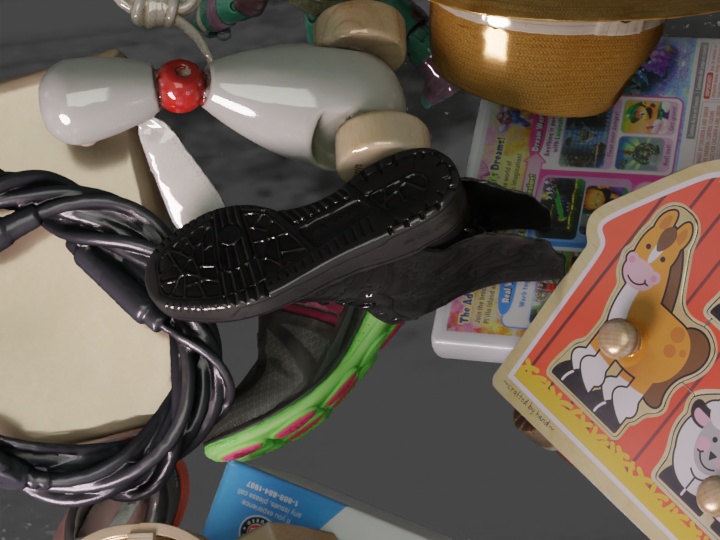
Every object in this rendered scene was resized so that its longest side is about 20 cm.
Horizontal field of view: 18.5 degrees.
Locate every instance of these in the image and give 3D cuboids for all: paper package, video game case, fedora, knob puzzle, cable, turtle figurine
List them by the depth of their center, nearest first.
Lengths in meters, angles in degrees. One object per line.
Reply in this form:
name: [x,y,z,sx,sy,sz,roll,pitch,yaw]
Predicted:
knob puzzle: [0.175,0.033,1.056,0.218,0.030,0.222,-5,81,31]
cable: [-0.159,0.033,1.126,0.198,0.051,0.164,12,79,-3]
fedora: [0.098,-0.132,1.150,0.199,0.201,0.082,8,115,2]
video game case: [0.143,-0.038,1.171,0.181,0.024,0.201,4,62,17]
paper package: [-0.190,0.001,1.198,0.189,0.103,0.202,-14,86,1]
turtle figurine: [-0.026,-0.166,1.208,0.149,0.101,0.201,-31,94,4]

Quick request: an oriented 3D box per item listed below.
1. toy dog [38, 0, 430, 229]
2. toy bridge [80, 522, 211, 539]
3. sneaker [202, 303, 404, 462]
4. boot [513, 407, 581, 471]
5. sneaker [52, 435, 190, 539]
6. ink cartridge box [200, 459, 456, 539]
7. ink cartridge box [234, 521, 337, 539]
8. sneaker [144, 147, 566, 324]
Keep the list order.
toy dog: [-0.058,-0.079,1.141,0.198,0.097,0.133,16,59,4]
toy bridge: [-0.102,0.157,1.074,0.199,0.027,0.068,-6,71,27]
sneaker: [-0.025,0.022,1.212,0.084,0.077,0.200,37,78,8]
boot: [0.177,0.032,1.211,0.107,0.075,0.201,36,82,-17]
sneaker: [-0.157,0.183,1.197,0.077,0.082,0.201,20,88,2]
ink cartridge box: [-0.029,0.221,1.170,0.144,0.084,0.201,19,88,26]
ink cartridge box: [-0.057,0.249,1.087,0.164,0.075,0.201,-32,66,17]
sneaker: [-0.001,-0.003,1.117,0.198,0.104,0.060,-20,59,7]
